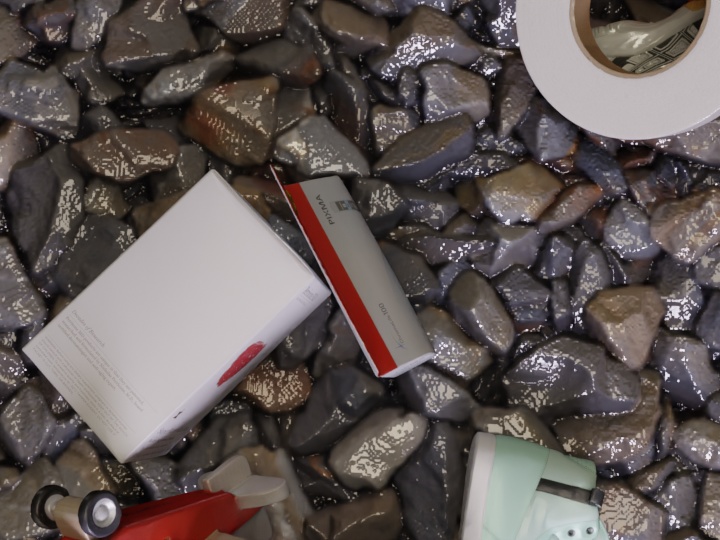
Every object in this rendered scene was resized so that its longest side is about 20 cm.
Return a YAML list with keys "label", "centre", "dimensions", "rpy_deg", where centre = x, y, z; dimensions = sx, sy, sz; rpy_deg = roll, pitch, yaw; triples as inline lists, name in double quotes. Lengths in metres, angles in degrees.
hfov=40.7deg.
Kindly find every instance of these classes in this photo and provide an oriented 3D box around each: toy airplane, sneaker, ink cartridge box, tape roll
- label: "toy airplane"
  centre: [-0.140, 0.219, 0.722]
  dimensions: [0.198, 0.200, 0.142]
  rpy_deg: [-4, 87, -4]
- label: "sneaker"
  centre: [0.132, 0.235, 0.753]
  dimensions: [0.118, 0.074, 0.201]
  rpy_deg: [9, 84, 4]
- label: "ink cartridge box"
  centre: [0.000, 0.000, 0.729]
  dimensions: [0.047, 0.200, 0.160]
  rpy_deg: [-28, 82, 1]
- label: "tape roll"
  centre: [0.214, -0.200, 0.735]
  dimensions: [0.202, 0.037, 0.204]
  rpy_deg: [8, 104, 34]
- label: "sneaker"
  centre: [0.263, -0.167, 0.777]
  dimensions: [0.199, 0.076, 0.088]
  rpy_deg: [-11, 90, 36]

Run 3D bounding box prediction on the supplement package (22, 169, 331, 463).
- label: "supplement package"
  centre: [-0.138, 0.039, 0.774]
  dimensions: [0.200, 0.121, 0.120]
  rpy_deg: [-44, 81, -2]
